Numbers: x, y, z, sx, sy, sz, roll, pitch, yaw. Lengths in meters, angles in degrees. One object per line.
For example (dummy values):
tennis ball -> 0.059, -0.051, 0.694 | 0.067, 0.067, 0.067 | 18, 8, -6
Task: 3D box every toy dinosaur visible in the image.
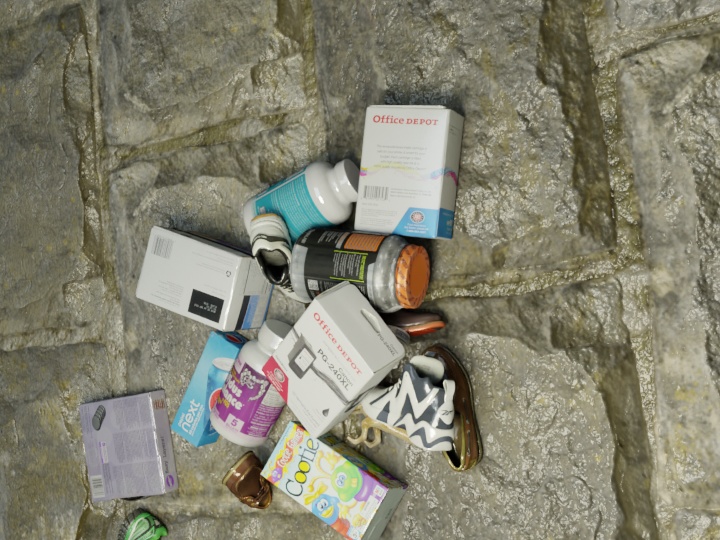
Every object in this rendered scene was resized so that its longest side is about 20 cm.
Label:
toy dinosaur -> 0.028, 0.242, 1.398 | 0.200, 0.058, 0.101 | 47, 107, 19

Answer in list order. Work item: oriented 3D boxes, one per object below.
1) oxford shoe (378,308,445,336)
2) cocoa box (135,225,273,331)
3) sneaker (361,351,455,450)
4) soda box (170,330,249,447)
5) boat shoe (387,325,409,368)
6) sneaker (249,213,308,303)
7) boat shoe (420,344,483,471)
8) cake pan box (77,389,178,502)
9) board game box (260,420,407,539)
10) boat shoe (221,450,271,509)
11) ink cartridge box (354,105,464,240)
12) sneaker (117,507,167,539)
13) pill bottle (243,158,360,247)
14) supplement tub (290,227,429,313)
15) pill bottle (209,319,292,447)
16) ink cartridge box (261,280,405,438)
oxford shoe -> 0.042, 0.069, 1.388 | 0.199, 0.071, 0.073 | -1, 82, 26
cocoa box -> -0.265, 0.014, 1.505 | 0.199, 0.131, 0.134 | 18, 97, 25
sneaker -> 0.077, 0.175, 1.295 | 0.199, 0.079, 0.131 | 26, 106, 60
soda box -> -0.262, 0.209, 1.539 | 0.068, 0.064, 0.201 | 29, 102, 24
boat shoe -> -0.003, 0.140, 1.370 | 0.199, 0.071, 0.070 | -15, 47, 46
sneaker -> -0.128, 0.003, 1.405 | 0.075, 0.200, 0.088 | -19, 43, 15
boat shoe -> 0.139, 0.211, 1.337 | 0.072, 0.068, 0.201 | -25, 78, 24
cake pan box -> -0.441, 0.337, 1.634 | 0.183, 0.052, 0.202 | -15, 83, 27
board game box -> -0.043, 0.341, 1.396 | 0.199, 0.103, 0.105 | 29, 90, 24
boat shoe -> -0.180, 0.355, 1.438 | 0.067, 0.200, 0.072 | 39, 71, 16
ink cartridge box -> 0.078, -0.155, 1.364 | 0.144, 0.085, 0.202 | 7, 93, 26
sneaker -> -0.423, 0.553, 1.605 | 0.085, 0.078, 0.201 | 22, 98, 24
pill bottle -> -0.089, -0.110, 1.432 | 0.199, 0.111, 0.112 | -26, 78, 24
supplement tub -> 0.000, 0.000, 1.349 | 0.199, 0.122, 0.124 | 7, 92, 26
pill bottle -> -0.170, 0.189, 1.466 | 0.112, 0.112, 0.201 | 32, 103, 23
ink cartridge box -> -0.045, 0.137, 1.305 | 0.145, 0.083, 0.200 | 50, 132, 14
